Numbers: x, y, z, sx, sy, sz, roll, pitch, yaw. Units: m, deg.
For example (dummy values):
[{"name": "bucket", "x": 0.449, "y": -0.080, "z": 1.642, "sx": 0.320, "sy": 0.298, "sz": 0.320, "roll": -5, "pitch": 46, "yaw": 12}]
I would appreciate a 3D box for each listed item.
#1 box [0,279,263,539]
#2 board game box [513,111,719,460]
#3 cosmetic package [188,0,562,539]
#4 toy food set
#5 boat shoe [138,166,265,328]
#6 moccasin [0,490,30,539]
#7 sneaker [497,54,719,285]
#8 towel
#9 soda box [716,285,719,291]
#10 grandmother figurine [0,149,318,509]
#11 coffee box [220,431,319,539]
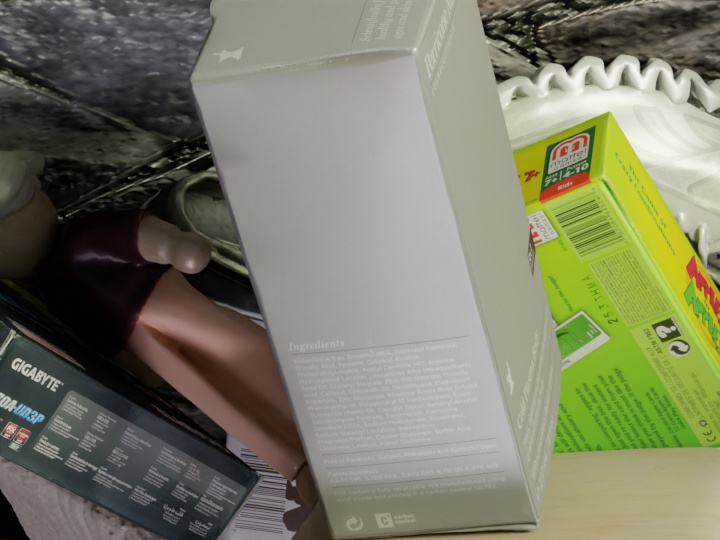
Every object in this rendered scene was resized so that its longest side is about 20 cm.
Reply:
[{"name": "box", "x": -0.149, "y": 0.035, "z": 1.044, "sx": 0.046, "sy": 0.159, "sz": 0.200, "roll": -54, "pitch": 146, "yaw": -1}, {"name": "board game box", "x": 0.101, "y": 0.043, "z": 1.020, "sx": 0.101, "sy": 0.048, "sz": 0.200, "roll": -22, "pitch": 119, "yaw": 24}, {"name": "cosmetic package", "x": 0.011, "y": -0.014, "z": 0.902, "sx": 0.090, "sy": 0.107, "sz": 0.201, "roll": -4, "pitch": 125, "yaw": 14}, {"name": "toy food set", "x": 0.061, "y": 0.116, "z": 0.954, "sx": 0.199, "sy": 0.061, "sz": 0.144, "roll": -4, "pitch": -170, "yaw": 12}, {"name": "boat shoe", "x": 0.000, "y": 0.000, "z": 1.090, "sx": 0.199, "sy": 0.071, "sz": 0.064, "roll": 9, "pitch": 153, "yaw": -27}, {"name": "moccasin", "x": -0.167, "y": 0.116, "z": 1.303, "sx": 0.073, "sy": 0.078, "sz": 0.201, "roll": -13, "pitch": 155, "yaw": 10}, {"name": "sneaker", "x": 0.127, "y": -0.036, "z": 1.027, "sx": 0.199, "sy": 0.082, "sz": 0.075, "roll": 2, "pitch": 157, "yaw": -14}, {"name": "towel", "x": -0.101, "y": 0.144, "z": 1.201, "sx": 0.132, "sy": 0.035, "sz": 0.200, "roll": 29, "pitch": 157, "yaw": 26}, {"name": "soda box", "x": 0.099, "y": 0.056, "z": 1.250, "sx": 0.199, "sy": 0.064, "sz": 0.071, "roll": -13, "pitch": 155, "yaw": 14}, {"name": "grandmother figurine", "x": -0.086, "y": 0.015, "z": 1.023, "sx": 0.199, "sy": 0.061, "sz": 0.121, "roll": 32, "pitch": 139, "yaw": 2}, {"name": "coffee box", "x": 0.044, "y": 0.081, "z": 1.157, "sx": 0.199, "sy": 0.113, "sz": 0.080, "roll": 7, "pitch": 112, "yaw": 4}]
